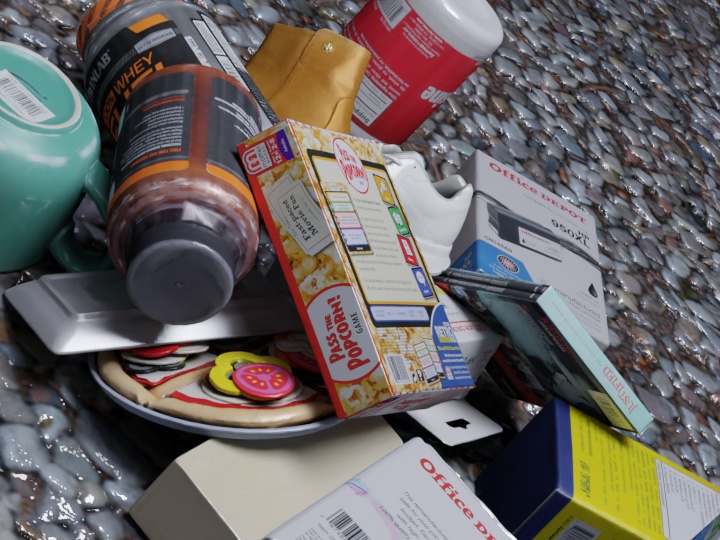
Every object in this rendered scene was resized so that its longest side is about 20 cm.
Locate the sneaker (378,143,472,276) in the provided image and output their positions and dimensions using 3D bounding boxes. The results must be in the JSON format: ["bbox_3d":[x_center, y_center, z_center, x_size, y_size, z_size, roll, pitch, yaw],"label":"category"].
[{"bbox_3d":[0.000,-0.065,1.313,0.200,0.087,0.075,18,18,-34],"label":"sneaker"}]

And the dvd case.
[{"bbox_3d":[0.133,0.060,1.343,0.146,0.022,0.200,51,-15,-20],"label":"dvd case"}]

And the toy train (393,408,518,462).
[{"bbox_3d":[0.046,0.108,1.339,0.200,0.034,0.046,24,31,-24],"label":"toy train"}]

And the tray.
[{"bbox_3d":[-0.139,0.020,1.183,0.200,0.022,0.107,-5,24,-30],"label":"tray"}]

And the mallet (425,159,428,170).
[{"bbox_3d":[0.047,-0.058,1.555,0.066,0.041,0.200,38,27,1],"label":"mallet"}]

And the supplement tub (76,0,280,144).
[{"bbox_3d":[-0.145,-0.132,1.361,0.122,0.123,0.200,-2,49,-47],"label":"supplement tub"}]

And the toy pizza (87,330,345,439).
[{"bbox_3d":[-0.089,0.060,1.172,0.200,0.032,0.200,6,21,-2],"label":"toy pizza"}]

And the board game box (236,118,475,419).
[{"bbox_3d":[0.000,0.000,1.171,0.151,0.046,0.200,5,61,-65],"label":"board game box"}]

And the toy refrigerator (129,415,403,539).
[{"bbox_3d":[-0.061,0.142,1.150,0.076,0.070,0.200,49,34,10],"label":"toy refrigerator"}]

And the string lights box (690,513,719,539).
[{"bbox_3d":[0.205,0.255,1.154,0.059,0.200,0.103,43,30,5],"label":"string lights box"}]

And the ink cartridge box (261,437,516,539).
[{"bbox_3d":[0.017,0.216,1.118,0.145,0.084,0.200,48,32,11],"label":"ink cartridge box"}]

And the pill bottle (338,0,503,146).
[{"bbox_3d":[0.024,-0.178,1.512,0.112,0.200,0.112,36,26,-21],"label":"pill bottle"}]

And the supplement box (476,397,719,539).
[{"bbox_3d":[0.199,0.208,1.297,0.200,0.110,0.109,29,32,-15],"label":"supplement box"}]

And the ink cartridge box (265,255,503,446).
[{"bbox_3d":[0.032,0.047,1.313,0.200,0.068,0.115,38,17,21],"label":"ink cartridge box"}]

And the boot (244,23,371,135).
[{"bbox_3d":[-0.025,-0.125,1.426,0.201,0.144,0.071,29,-12,19],"label":"boot"}]

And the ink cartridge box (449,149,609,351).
[{"bbox_3d":[0.140,0.000,1.527,0.144,0.084,0.200,29,32,-17],"label":"ink cartridge box"}]

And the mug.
[{"bbox_3d":[-0.249,-0.088,1.200,0.185,0.114,0.152,16,38,-33],"label":"mug"}]

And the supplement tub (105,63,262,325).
[{"bbox_3d":[-0.121,-0.051,1.163,0.107,0.107,0.200,26,32,-20],"label":"supplement tub"}]
